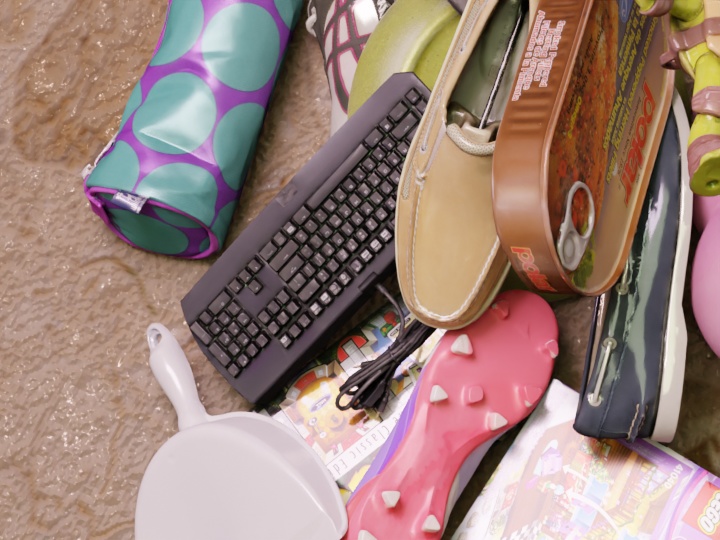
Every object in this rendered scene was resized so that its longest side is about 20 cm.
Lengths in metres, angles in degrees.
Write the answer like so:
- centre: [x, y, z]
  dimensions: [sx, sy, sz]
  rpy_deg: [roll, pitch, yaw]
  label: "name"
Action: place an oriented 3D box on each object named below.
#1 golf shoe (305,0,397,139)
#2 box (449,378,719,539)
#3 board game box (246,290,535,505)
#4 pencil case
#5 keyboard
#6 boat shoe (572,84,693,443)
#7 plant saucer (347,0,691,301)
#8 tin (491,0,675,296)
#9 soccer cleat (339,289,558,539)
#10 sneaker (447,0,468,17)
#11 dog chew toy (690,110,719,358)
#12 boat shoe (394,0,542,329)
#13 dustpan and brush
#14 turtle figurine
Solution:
- centre: [0.010, -0.125, 1.738]
  dimensions: [0.088, 0.077, 0.201]
  rpy_deg: [4, 80, 46]
  label: "golf shoe"
- centre: [0.111, 0.179, 1.624]
  dimensions: [0.136, 0.039, 0.201]
  rpy_deg: [31, 80, 20]
  label: "box"
- centre: [-0.006, 0.099, 1.685]
  dimensions: [0.200, 0.023, 0.105]
  rpy_deg: [-39, 71, -2]
  label: "board game box"
- centre: [-0.094, -0.113, 1.738]
  dimensions: [0.092, 0.085, 0.201]
  rpy_deg: [18, 76, 3]
  label: "pencil case"
- centre: [0.000, 0.000, 1.656]
  dimensions: [0.127, 0.021, 0.200]
  rpy_deg: [45, 106, 4]
  label: "keyboard"
- centre: [0.144, -0.006, 1.624]
  dimensions: [0.061, 0.075, 0.202]
  rpy_deg: [4, 82, -4]
  label: "boat shoe"
- centre: [0.093, -0.082, 1.677]
  dimensions: [0.198, 0.031, 0.202]
  rpy_deg: [0, 87, -8]
  label: "plant saucer"
- centre: [0.118, -0.079, 1.560]
  dimensions: [0.042, 0.112, 0.201]
  rpy_deg: [-3, 54, 33]
  label: "tin"
- centre: [0.041, 0.095, 1.635]
  dimensions: [0.067, 0.076, 0.201]
  rpy_deg: [36, 66, -12]
  label: "soccer cleat"
- centre: [0.128, -0.195, 1.646]
  dimensions: [0.200, 0.066, 0.091]
  rpy_deg: [-36, 84, -5]
  label: "sneaker"
- centre: [0.231, -0.037, 1.631]
  dimensions: [0.124, 0.125, 0.201]
  rpy_deg: [-14, 62, 7]
  label: "dog chew toy"
- centre: [0.059, -0.065, 1.585]
  dimensions: [0.071, 0.076, 0.201]
  rpy_deg: [11, 96, 3]
  label: "boat shoe"
- centre: [-0.085, 0.109, 1.653]
  dimensions: [0.139, 0.057, 0.201]
  rpy_deg: [-41, 65, 24]
  label: "dustpan and brush"
- centre: [0.184, -0.115, 1.558]
  dimensions: [0.064, 0.199, 0.162]
  rpy_deg: [-32, 53, 36]
  label: "turtle figurine"
